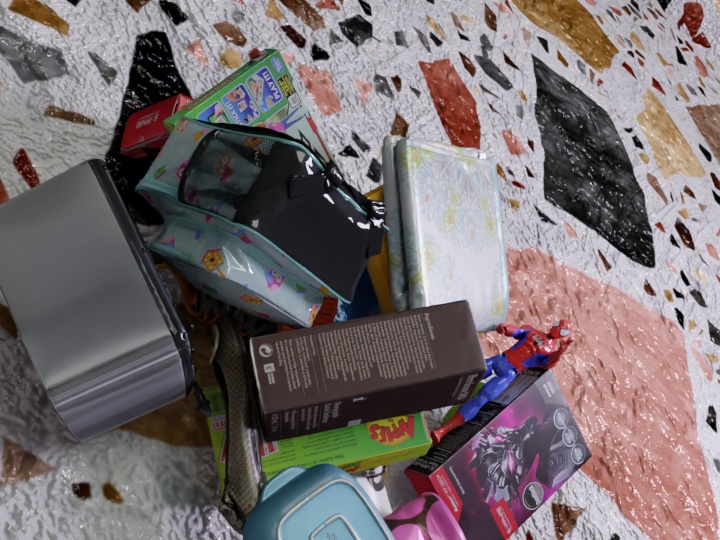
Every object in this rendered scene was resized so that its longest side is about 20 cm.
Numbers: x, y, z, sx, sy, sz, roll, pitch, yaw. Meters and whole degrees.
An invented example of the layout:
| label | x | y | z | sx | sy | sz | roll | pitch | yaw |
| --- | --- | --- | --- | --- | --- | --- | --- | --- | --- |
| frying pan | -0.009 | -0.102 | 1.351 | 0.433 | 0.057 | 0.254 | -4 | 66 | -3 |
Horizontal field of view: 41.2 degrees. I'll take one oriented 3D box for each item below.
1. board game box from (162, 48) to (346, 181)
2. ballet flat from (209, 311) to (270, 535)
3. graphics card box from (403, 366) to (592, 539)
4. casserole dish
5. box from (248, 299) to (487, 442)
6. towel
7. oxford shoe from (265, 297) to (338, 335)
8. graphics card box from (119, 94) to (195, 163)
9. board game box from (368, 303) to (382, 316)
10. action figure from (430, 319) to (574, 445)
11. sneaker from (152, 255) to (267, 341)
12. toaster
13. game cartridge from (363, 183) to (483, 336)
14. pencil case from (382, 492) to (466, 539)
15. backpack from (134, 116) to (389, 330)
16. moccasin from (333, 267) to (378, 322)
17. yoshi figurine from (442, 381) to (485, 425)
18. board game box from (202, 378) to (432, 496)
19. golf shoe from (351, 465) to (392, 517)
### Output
| label | x | y | z | sx | sy | sz | roll | pitch | yaw |
| --- | --- | --- | --- | --- | --- | --- | --- | --- | --- |
| board game box | -0.094 | -0.102 | 0.975 | 0.134 | 0.029 | 0.201 | -41 | 120 | -21 |
| ballet flat | -0.114 | 0.134 | 0.850 | 0.046 | 0.067 | 0.202 | -9 | 72 | -8 |
| graphics card box | 0.155 | 0.211 | 1.051 | 0.199 | 0.051 | 0.126 | -35 | 106 | -27 |
| casserole dish | -0.013 | 0.255 | 0.799 | 0.121 | 0.039 | 0.201 | -30 | 88 | -33 |
| box | 0.004 | 0.092 | 0.859 | 0.198 | 0.100 | 0.076 | -11 | 66 | -9 |
| towel | 0.087 | -0.035 | 0.984 | 0.170 | 0.048 | 0.202 | 2 | 81 | -50 |
| oxford shoe | -0.064 | 0.009 | 0.957 | 0.071 | 0.072 | 0.202 | 26 | 79 | -53 |
| graphics card box | -0.143 | -0.126 | 1.041 | 0.199 | 0.125 | 0.051 | 19 | 76 | -34 |
| board game box | 0.021 | 0.031 | 1.093 | 0.199 | 0.045 | 0.135 | -29 | 81 | -26 |
| action figure | 0.148 | 0.100 | 1.014 | 0.199 | 0.099 | 0.065 | -31 | 68 | -14 |
| sneaker | -0.138 | 0.029 | 0.988 | 0.200 | 0.078 | 0.077 | 49 | 66 | -12 |
| toaster | -0.214 | 0.039 | 0.788 | 0.118 | 0.181 | 0.201 | -25 | 77 | -15 |
| game cartridge | 0.073 | -0.004 | 1.015 | 0.176 | 0.032 | 0.202 | -33 | 106 | -51 |
| pencil case | 0.016 | 0.287 | 0.872 | 0.199 | 0.091 | 0.093 | -28 | 43 | -31 |
| backpack | -0.100 | -0.047 | 0.847 | 0.199 | 0.154 | 0.175 | 31 | -1 | 41 |
| moccasin | 0.000 | 0.000 | 1.036 | 0.080 | 0.068 | 0.200 | 44 | 64 | -7 |
| yoshi figurine | 0.169 | 0.198 | 1.156 | 0.200 | 0.112 | 0.113 | 37 | 78 | -39 |
| board game box | -0.043 | 0.145 | 0.911 | 0.198 | 0.048 | 0.102 | -12 | 67 | -10 |
| golf shoe | 0.000 | 0.187 | 0.960 | 0.201 | 0.094 | 0.078 | 59 | 14 | 8 |
